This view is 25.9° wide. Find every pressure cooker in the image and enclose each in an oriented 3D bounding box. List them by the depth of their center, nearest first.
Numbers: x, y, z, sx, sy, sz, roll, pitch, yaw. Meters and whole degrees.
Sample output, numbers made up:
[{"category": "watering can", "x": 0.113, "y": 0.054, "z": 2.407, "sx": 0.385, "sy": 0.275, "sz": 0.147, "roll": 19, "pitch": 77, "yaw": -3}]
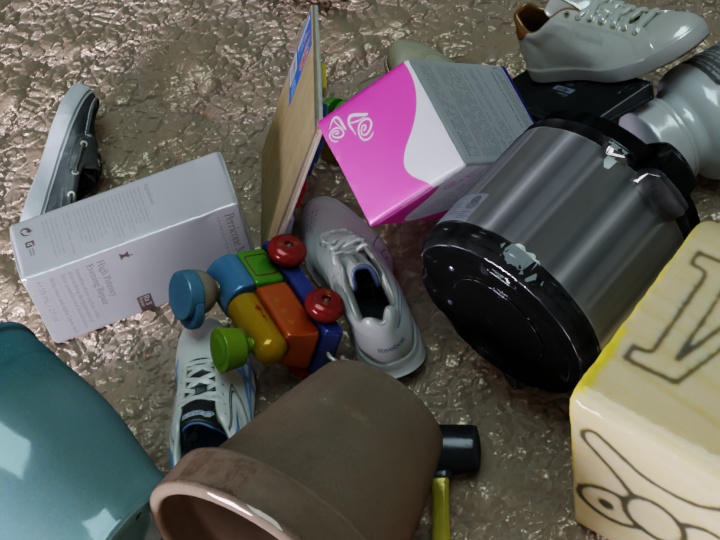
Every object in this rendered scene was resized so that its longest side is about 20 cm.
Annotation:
[{"category": "pressure cooker", "x": 0.167, "y": -0.027, "z": 1.226, "sx": 0.176, "sy": 0.179, "sz": 0.200, "roll": 29, "pitch": 64, "yaw": 31}]

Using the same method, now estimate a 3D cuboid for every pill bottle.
[{"category": "pill bottle", "x": 0.335, "y": -0.149, "z": 1.396, "sx": 0.200, "sy": 0.111, "sz": 0.111, "roll": -28, "pitch": 54, "yaw": -12}]

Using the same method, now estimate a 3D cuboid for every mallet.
[{"category": "mallet", "x": 0.073, "y": 0.209, "z": 1.220, "sx": 0.066, "sy": 0.041, "sz": 0.200, "roll": -11, "pitch": 56, "yaw": 6}]

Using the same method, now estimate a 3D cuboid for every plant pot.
[{"category": "plant pot", "x": -0.030, "y": 0.163, "z": 1.169, "sx": 0.200, "sy": 0.200, "sz": 0.175, "roll": 22, "pitch": 57, "yaw": 24}, {"category": "plant pot", "x": -0.249, "y": 0.172, "z": 1.213, "sx": 0.188, "sy": 0.200, "sz": 0.200, "roll": 32, "pitch": 63, "yaw": 15}]

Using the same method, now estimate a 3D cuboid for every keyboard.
[{"category": "keyboard", "x": 0.209, "y": -0.172, "z": 1.433, "sx": 0.127, "sy": 0.021, "sz": 0.200, "roll": -34, "pitch": 24, "yaw": -9}]

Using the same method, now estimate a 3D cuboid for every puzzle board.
[{"category": "puzzle board", "x": -0.059, "y": -0.113, "z": 1.390, "sx": 0.017, "sy": 0.200, "sz": 0.151, "roll": 9, "pitch": 51, "yaw": -14}]

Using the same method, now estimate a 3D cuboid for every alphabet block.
[{"category": "alphabet block", "x": 0.288, "y": 0.119, "z": 1.152, "sx": 0.200, "sy": 0.196, "sz": 0.196, "roll": 28, "pitch": 61, "yaw": 26}]

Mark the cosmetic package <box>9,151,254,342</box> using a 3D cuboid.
[{"category": "cosmetic package", "x": -0.199, "y": -0.020, "z": 1.398, "sx": 0.200, "sy": 0.102, "sz": 0.074, "roll": -20, "pitch": 53, "yaw": -4}]

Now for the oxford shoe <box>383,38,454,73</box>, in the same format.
[{"category": "oxford shoe", "x": 0.090, "y": -0.171, "z": 1.477, "sx": 0.071, "sy": 0.074, "sz": 0.200, "roll": -34, "pitch": 55, "yaw": -16}]

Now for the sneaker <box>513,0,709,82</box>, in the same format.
[{"category": "sneaker", "x": 0.212, "y": -0.217, "z": 1.390, "sx": 0.200, "sy": 0.085, "sz": 0.073, "roll": 0, "pitch": 35, "yaw": 47}]

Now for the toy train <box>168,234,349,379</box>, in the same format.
[{"category": "toy train", "x": -0.071, "y": 0.062, "z": 1.299, "sx": 0.115, "sy": 0.085, "sz": 0.200, "roll": -10, "pitch": 47, "yaw": -31}]

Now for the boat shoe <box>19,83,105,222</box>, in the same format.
[{"category": "boat shoe", "x": -0.276, "y": -0.091, "z": 1.493, "sx": 0.056, "sy": 0.069, "sz": 0.200, "roll": 14, "pitch": 56, "yaw": -4}]

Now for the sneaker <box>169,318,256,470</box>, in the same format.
[{"category": "sneaker", "x": -0.125, "y": 0.116, "z": 1.300, "sx": 0.072, "sy": 0.073, "sz": 0.200, "roll": -11, "pitch": 51, "yaw": 4}]

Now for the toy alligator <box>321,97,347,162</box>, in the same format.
[{"category": "toy alligator", "x": 0.021, "y": -0.119, "z": 1.462, "sx": 0.200, "sy": 0.054, "sz": 0.059, "roll": 29, "pitch": 63, "yaw": 27}]

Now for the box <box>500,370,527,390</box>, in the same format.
[{"category": "box", "x": 0.183, "y": -0.004, "z": 1.350, "sx": 0.200, "sy": 0.051, "sz": 0.158, "roll": -25, "pitch": 53, "yaw": -10}]

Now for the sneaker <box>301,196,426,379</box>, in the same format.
[{"category": "sneaker", "x": 0.000, "y": 0.000, "z": 1.356, "sx": 0.074, "sy": 0.087, "sz": 0.200, "roll": -25, "pitch": 52, "yaw": -7}]

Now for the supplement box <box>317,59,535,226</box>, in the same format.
[{"category": "supplement box", "x": 0.068, "y": -0.107, "z": 1.317, "sx": 0.101, "sy": 0.200, "sz": 0.104, "roll": -32, "pitch": 81, "yaw": 26}]
